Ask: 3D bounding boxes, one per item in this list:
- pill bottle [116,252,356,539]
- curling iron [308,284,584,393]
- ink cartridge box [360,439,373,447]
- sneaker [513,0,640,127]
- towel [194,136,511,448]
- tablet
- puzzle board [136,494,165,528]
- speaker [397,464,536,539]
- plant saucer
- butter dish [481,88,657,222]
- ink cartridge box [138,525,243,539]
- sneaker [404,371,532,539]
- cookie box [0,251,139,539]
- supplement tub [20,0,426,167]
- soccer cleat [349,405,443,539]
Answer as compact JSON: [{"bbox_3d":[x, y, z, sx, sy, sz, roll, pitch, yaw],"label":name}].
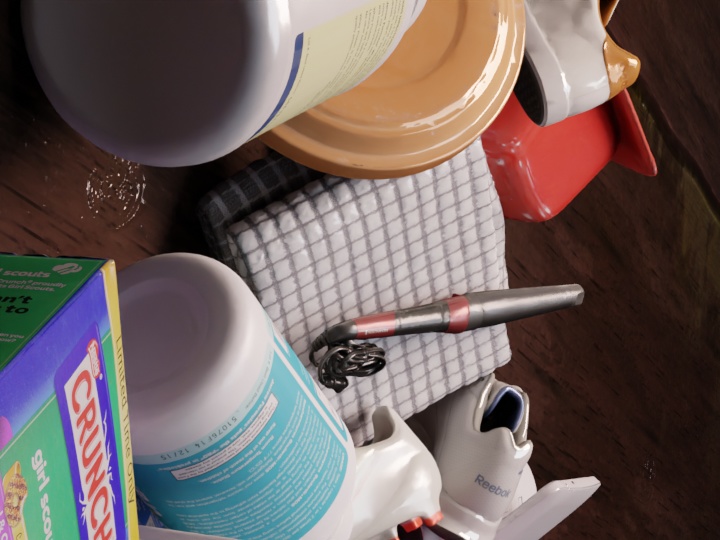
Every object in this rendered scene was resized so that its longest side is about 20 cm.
[{"bbox_3d":[-0.071,0.087,1.502,0.200,0.111,0.111,57,41,-48],"label":"pill bottle"},{"bbox_3d":[0.050,0.030,1.649,0.200,0.026,0.050,-16,154,-36],"label":"curling iron"},{"bbox_3d":[-0.030,0.184,1.833,0.200,0.057,0.163,-45,139,-46],"label":"ink cartridge box"},{"bbox_3d":[0.108,-0.180,1.749,0.073,0.085,0.200,96,-27,-63],"label":"sneaker"},{"bbox_3d":[0.000,0.000,1.665,0.165,0.086,0.200,-29,137,-16],"label":"towel"},{"bbox_3d":[0.062,0.194,1.804,0.200,0.014,0.130,-40,167,11],"label":"tablet"},{"bbox_3d":[-0.100,0.123,1.625,0.200,0.017,0.151,74,29,-48],"label":"puzzle board"},{"bbox_3d":[0.042,0.157,1.828,0.200,0.081,0.081,-11,107,-65],"label":"speaker"},{"bbox_3d":[0.000,-0.149,1.574,0.032,0.200,0.201,139,-32,-63],"label":"plant saucer"},{"bbox_3d":[0.070,-0.095,1.867,0.148,0.199,0.200,-56,156,-10],"label":"butter dish"},{"bbox_3d":[-0.072,0.232,1.442,0.146,0.200,0.147,75,27,-48],"label":"ink cartridge box"},{"bbox_3d":[0.068,0.093,1.761,0.087,0.074,0.200,-53,-155,18],"label":"sneaker"},{"bbox_3d":[-0.173,0.107,1.291,0.200,0.075,0.171,-55,145,-58],"label":"cookie box"},{"bbox_3d":[-0.059,-0.142,1.414,0.200,0.145,0.145,-32,127,-58],"label":"supplement tub"},{"bbox_3d":[-0.041,0.147,1.630,0.200,0.069,0.078,-29,91,-31],"label":"soccer cleat"}]
